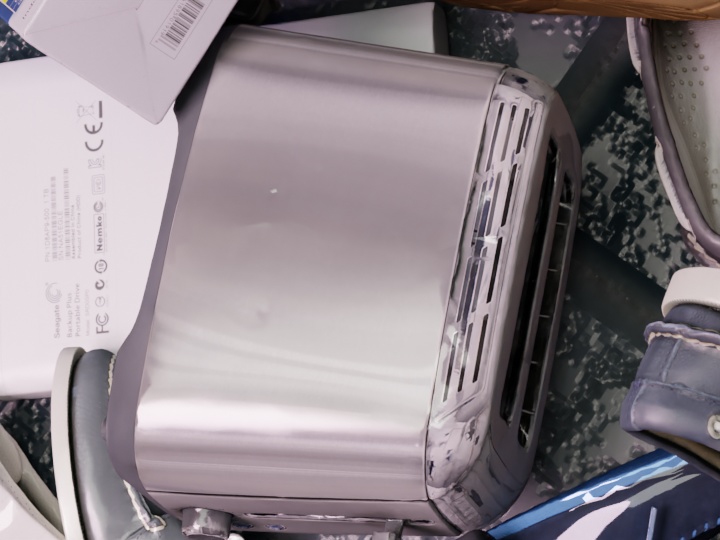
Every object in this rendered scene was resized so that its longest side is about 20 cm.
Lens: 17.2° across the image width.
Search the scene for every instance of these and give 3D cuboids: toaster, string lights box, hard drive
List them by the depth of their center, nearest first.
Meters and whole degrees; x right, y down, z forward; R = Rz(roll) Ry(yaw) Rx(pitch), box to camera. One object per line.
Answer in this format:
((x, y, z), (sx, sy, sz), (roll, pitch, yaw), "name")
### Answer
((0.000, 0.000, 0.813), (0.128, 0.114, 0.201), (7, 73, 15), "toaster")
((-0.091, -0.127, 0.855), (0.059, 0.200, 0.103), (32, 92, -24), "string lights box")
((-0.061, -0.024, 0.910), (0.199, 0.027, 0.133), (-6, 79, 17), "hard drive")

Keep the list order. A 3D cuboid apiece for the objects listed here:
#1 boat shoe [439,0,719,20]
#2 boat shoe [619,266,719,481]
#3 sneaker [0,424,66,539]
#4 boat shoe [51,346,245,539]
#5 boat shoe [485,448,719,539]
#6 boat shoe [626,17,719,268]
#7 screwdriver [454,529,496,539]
((0.056, -0.129, 0.838), (0.199, 0.073, 0.070), (11, 92, 45), "boat shoe")
((0.162, 0.076, 0.748), (0.075, 0.200, 0.062), (2, 58, 57), "boat shoe")
((-0.192, 0.084, 0.916), (0.200, 0.074, 0.116), (36, 92, 10), "sneaker")
((-0.065, 0.120, 0.868), (0.061, 0.073, 0.201), (-15, 80, 6), "boat shoe")
((0.068, 0.118, 0.828), (0.199, 0.084, 0.069), (-33, 79, 28), "boat shoe")
((0.127, -0.095, 0.842), (0.073, 0.060, 0.202), (-6, 79, 18), "boat shoe")
((-0.027, 0.152, 0.810), (0.200, 0.028, 0.029), (-37, 68, 18), "screwdriver")
